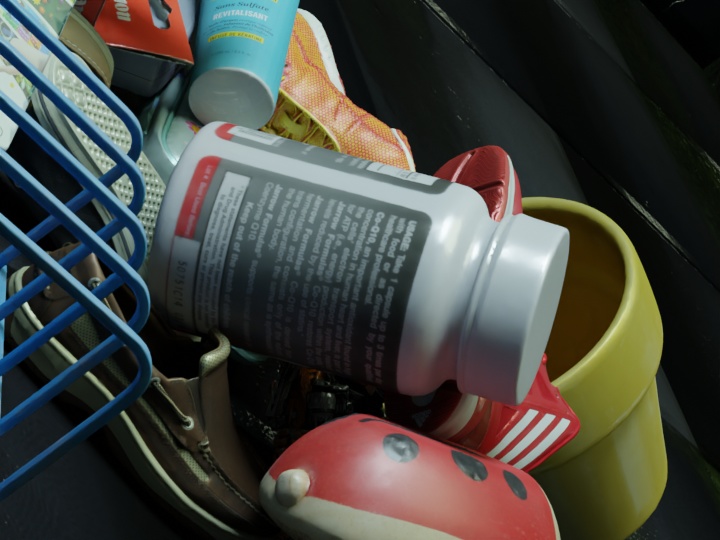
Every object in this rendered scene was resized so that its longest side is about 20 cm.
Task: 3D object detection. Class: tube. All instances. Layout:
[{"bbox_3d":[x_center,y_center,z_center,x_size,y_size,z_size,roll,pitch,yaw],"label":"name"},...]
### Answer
[{"bbox_3d":[-0.067,-0.165,1.415,0.200,0.077,0.050,-84,180,-46],"label":"tube"}]

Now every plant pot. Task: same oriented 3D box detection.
[{"bbox_3d":[0.116,0.085,1.545,0.201,0.200,0.189,-105,169,-50],"label":"plant pot"}]

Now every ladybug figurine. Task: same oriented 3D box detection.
[{"bbox_3d":[0.032,0.122,1.197,0.136,0.072,0.200,22,0,42],"label":"ladybug figurine"}]

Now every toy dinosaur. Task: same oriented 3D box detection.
[{"bbox_3d":[0.000,0.072,1.314,0.102,0.200,0.136,21,-19,44],"label":"toy dinosaur"}]

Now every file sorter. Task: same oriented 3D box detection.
[{"bbox_3d":[-0.172,-0.015,1.024,0.139,0.123,0.200,45,19,-30],"label":"file sorter"}]

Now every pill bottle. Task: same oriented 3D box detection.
[{"bbox_3d":[0.000,0.000,1.212,0.199,0.114,0.114,16,12,11],"label":"pill bottle"}]

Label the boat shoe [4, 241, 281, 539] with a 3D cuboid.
[{"bbox_3d":[-0.094,0.064,1.184,0.202,0.075,0.075,46,19,-27],"label":"boat shoe"}]

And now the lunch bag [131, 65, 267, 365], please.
[{"bbox_3d":[-0.086,-0.040,1.405,0.160,0.077,0.200,44,16,-12],"label":"lunch bag"}]

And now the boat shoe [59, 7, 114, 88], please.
[{"bbox_3d":[-0.214,-0.126,1.253,0.200,0.074,0.066,27,34,-38],"label":"boat shoe"}]

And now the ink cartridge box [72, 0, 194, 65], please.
[{"bbox_3d":[-0.186,-0.187,1.330,0.200,0.050,0.109,12,37,-25],"label":"ink cartridge box"}]

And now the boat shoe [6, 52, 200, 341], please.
[{"bbox_3d":[-0.143,-0.028,1.257,0.200,0.062,0.075,62,25,-30],"label":"boat shoe"}]

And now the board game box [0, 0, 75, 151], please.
[{"bbox_3d":[-0.215,-0.167,1.165,0.147,0.064,0.200,40,49,-28],"label":"board game box"}]

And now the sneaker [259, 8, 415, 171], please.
[{"bbox_3d":[-0.032,-0.087,1.426,0.077,0.073,0.200,-2,43,-43],"label":"sneaker"}]

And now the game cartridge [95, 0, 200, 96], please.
[{"bbox_3d":[-0.165,-0.172,1.430,0.133,0.042,0.200,24,25,-12],"label":"game cartridge"}]

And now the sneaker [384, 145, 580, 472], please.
[{"bbox_3d":[0.074,0.034,1.331,0.116,0.078,0.200,44,48,-37],"label":"sneaker"}]
